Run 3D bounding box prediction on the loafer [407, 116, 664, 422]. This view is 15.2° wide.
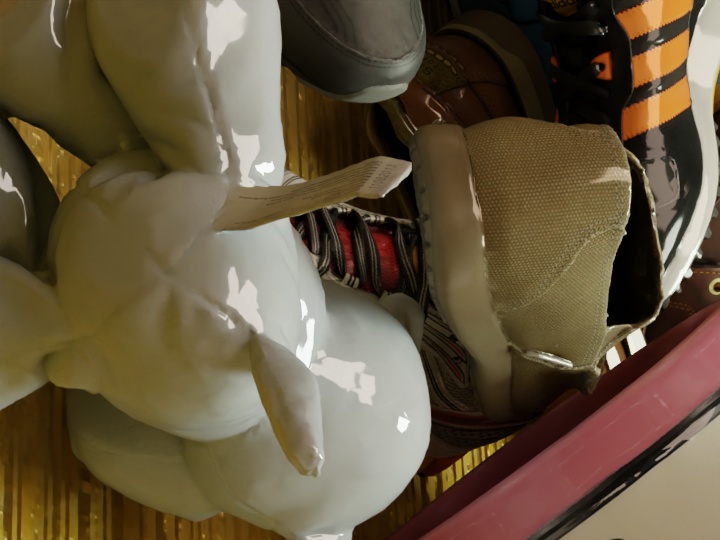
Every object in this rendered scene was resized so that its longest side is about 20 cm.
[{"bbox_3d":[0.063,0.002,0.849,0.200,0.067,0.076,43,41,-75],"label":"loafer"}]

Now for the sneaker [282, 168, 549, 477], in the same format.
[{"bbox_3d":[0.000,0.000,0.942,0.200,0.082,0.078,35,43,-42],"label":"sneaker"}]

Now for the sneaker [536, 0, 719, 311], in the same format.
[{"bbox_3d":[0.086,-0.078,0.971,0.090,0.070,0.200,29,70,-36],"label":"sneaker"}]

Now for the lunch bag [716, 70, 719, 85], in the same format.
[{"bbox_3d":[0.124,-0.092,1.172,0.170,0.127,0.200,70,12,20],"label":"lunch bag"}]

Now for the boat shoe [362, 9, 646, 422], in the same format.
[{"bbox_3d":[0.053,0.001,1.055,0.068,0.072,0.200,-34,109,-30],"label":"boat shoe"}]

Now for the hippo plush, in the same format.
[{"bbox_3d":[-0.038,0.001,0.792,0.161,0.200,0.160,39,61,-52],"label":"hippo plush"}]

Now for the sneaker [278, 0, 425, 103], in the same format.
[{"bbox_3d":[-0.021,-0.155,0.908,0.075,0.079,0.200,-15,82,-35],"label":"sneaker"}]

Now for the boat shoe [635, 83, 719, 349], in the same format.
[{"bbox_3d":[0.138,-0.002,1.064,0.070,0.200,0.070,-17,64,-22],"label":"boat shoe"}]

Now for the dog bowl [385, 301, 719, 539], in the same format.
[{"bbox_3d":[0.080,0.086,0.913,0.074,0.200,0.200,53,30,2],"label":"dog bowl"}]

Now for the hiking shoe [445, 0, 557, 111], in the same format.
[{"bbox_3d":[0.053,-0.141,1.027,0.200,0.074,0.087,62,5,-5],"label":"hiking shoe"}]
